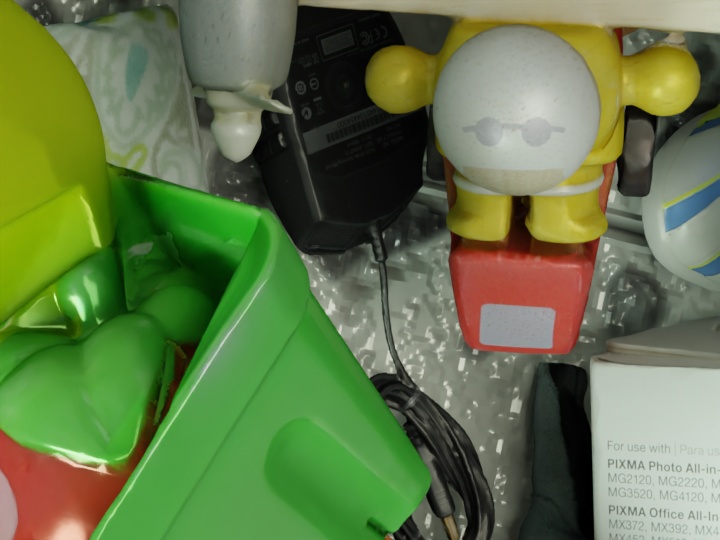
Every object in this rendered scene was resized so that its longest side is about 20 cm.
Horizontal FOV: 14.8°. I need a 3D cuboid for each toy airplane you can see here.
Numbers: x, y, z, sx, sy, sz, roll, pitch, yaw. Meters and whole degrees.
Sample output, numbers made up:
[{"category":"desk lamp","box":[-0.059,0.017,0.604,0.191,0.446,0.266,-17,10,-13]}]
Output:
[{"category":"toy airplane","box":[0.050,-0.079,0.756,0.200,0.141,0.199,-36,110,26]}]

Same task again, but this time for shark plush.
[{"category":"shark plush","box":[0.046,0.131,0.875,0.083,0.091,0.202,9,96,9]}]

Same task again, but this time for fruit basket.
[{"category":"fruit basket","box":[-0.104,0.013,0.684,0.215,0.215,0.156,37,78,-19]}]

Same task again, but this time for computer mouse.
[{"category":"computer mouse","box":[0.000,0.000,0.863,0.058,0.034,0.201,-20,100,-40]}]

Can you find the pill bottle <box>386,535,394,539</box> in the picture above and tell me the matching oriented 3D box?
[{"category":"pill bottle","box":[0.032,0.165,0.787,0.113,0.200,0.113,-34,142,-31]}]

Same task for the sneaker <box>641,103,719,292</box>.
[{"category":"sneaker","box":[0.196,-0.027,0.900,0.199,0.105,0.076,-6,95,-22]}]

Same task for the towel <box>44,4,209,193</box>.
[{"category":"towel","box":[-0.133,0.021,0.804,0.199,0.048,0.173,-11,98,-21]}]

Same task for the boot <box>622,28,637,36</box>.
[{"category":"boot","box":[0.031,-0.136,0.849,0.199,0.074,0.156,-15,105,-15]}]

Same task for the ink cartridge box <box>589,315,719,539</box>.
[{"category":"ink cartridge box","box":[0.140,0.117,0.866,0.145,0.083,0.202,-8,98,-57]}]
